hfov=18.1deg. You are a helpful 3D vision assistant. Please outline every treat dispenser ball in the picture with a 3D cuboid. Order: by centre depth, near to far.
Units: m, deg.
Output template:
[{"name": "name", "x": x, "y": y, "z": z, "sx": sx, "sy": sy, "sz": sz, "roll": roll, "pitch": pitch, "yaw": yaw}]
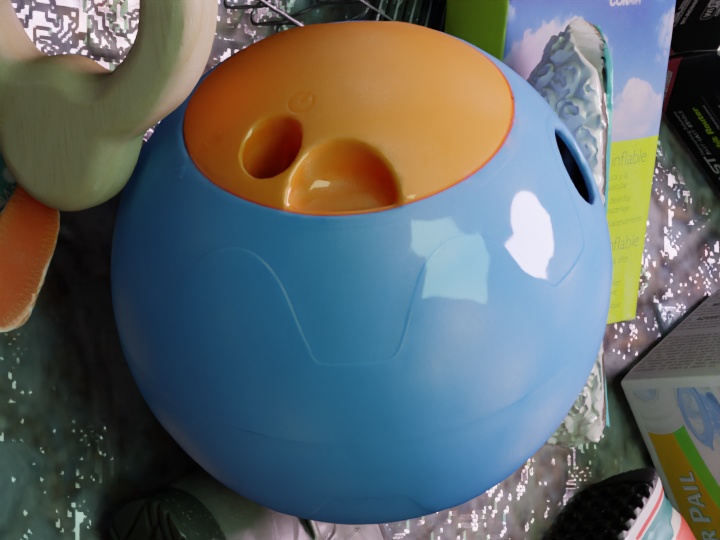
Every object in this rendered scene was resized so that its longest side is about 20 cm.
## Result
[{"name": "treat dispenser ball", "x": 0.000, "y": 0.000, "z": 0.902, "sx": 0.200, "sy": 0.200, "sz": 0.203, "roll": 5, "pitch": 83, "yaw": -41}]

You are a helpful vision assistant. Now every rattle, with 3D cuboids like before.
[{"name": "rattle", "x": -0.099, "y": -0.090, "z": 0.889, "sx": 0.143, "sy": 0.129, "sz": 0.201, "roll": -58, "pitch": 159, "yaw": -61}]

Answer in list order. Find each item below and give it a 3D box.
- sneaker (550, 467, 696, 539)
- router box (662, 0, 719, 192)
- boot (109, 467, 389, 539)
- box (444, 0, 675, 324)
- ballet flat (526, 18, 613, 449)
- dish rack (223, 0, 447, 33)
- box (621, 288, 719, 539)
[{"name": "sneaker", "x": 0.113, "y": 0.193, "z": 1.085, "sx": 0.094, "sy": 0.070, "sz": 0.200, "roll": 50, "pitch": 53, "yaw": -19}, {"name": "router box", "x": 0.251, "y": -0.094, "z": 1.241, "sx": 0.200, "sy": 0.062, "sz": 0.150, "roll": 51, "pitch": 56, "yaw": -25}, {"name": "boot", "x": -0.023, "y": 0.163, "z": 0.976, "sx": 0.130, "sy": 0.067, "sz": 0.201, "roll": -25, "pitch": 104, "yaw": -46}, {"name": "box", "x": 0.090, "y": -0.069, "z": 1.067, "sx": 0.121, "sy": 0.048, "sz": 0.202, "roll": -10, "pitch": 112, "yaw": -42}, {"name": "ballet flat", "x": 0.079, "y": -0.009, "z": 1.006, "sx": 0.071, "sy": 0.071, "sz": 0.201, "roll": -20, "pitch": 117, "yaw": -41}, {"name": "dish rack", "x": -0.026, "y": -0.170, "z": 1.013, "sx": 0.199, "sy": 0.054, "sz": 0.154, "roll": 28, "pitch": 69, "yaw": -38}, {"name": "box", "x": 0.236, "y": 0.116, "z": 1.174, "sx": 0.101, "sy": 0.112, "sz": 0.201, "roll": -37, "pitch": 110, "yaw": -39}]
